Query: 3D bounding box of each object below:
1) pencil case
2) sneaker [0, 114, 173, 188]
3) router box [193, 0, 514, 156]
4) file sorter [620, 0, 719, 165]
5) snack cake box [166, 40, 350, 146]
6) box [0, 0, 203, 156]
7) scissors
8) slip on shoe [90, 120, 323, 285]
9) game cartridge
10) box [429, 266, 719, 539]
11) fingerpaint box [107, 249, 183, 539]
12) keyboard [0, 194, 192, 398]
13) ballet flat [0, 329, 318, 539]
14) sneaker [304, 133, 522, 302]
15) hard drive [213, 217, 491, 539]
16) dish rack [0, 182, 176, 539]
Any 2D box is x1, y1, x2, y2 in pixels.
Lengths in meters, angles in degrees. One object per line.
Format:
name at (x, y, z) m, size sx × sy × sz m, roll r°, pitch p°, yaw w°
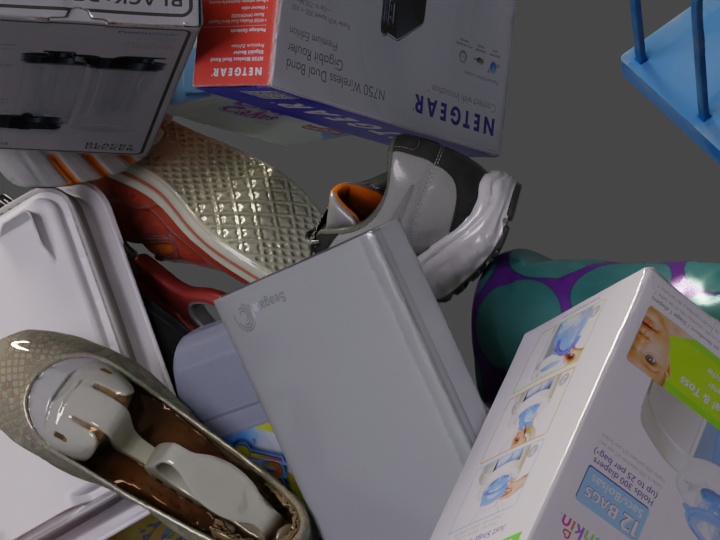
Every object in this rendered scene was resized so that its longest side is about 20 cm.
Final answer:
pencil case at (0.151, 0.031, 1.321) m, size 0.200 × 0.085 × 0.092 m, roll 1°, pitch 44°, yaw 35°
sneaker at (-0.140, -0.112, 1.513) m, size 0.077 × 0.078 × 0.200 m, roll -6°, pitch 34°, yaw 44°
router box at (0.006, -0.161, 1.374) m, size 0.049 × 0.200 × 0.180 m, roll 2°, pitch 84°, yaw 36°
file sorter at (0.229, -0.103, 1.235) m, size 0.139 × 0.123 × 0.200 m, roll -35°, pitch 58°, yaw -14°
snack cake box at (-0.052, -0.176, 1.475) m, size 0.067 × 0.115 × 0.200 m, roll -8°, pitch 78°, yaw 34°
box at (-0.145, -0.115, 1.336) m, size 0.116 × 0.200 × 0.060 m, roll 2°, pitch 75°, yaw -10°
scissors at (-0.127, 0.000, 1.517) m, size 0.200 × 0.014 × 0.073 m, roll 36°, pitch 146°, yaw 22°
slip on shoe at (-0.090, -0.031, 1.514) m, size 0.200 × 0.074 × 0.061 m, roll 29°, pitch 133°, yaw 28°
game cartridge at (-0.011, 0.109, 1.392) m, size 0.133 × 0.040 × 0.200 m, roll -20°, pitch 101°, yaw 34°
box at (0.104, 0.119, 1.203) m, size 0.101 × 0.112 × 0.200 m, roll -32°, pitch 24°, yaw 54°
fingerpaint box at (-0.185, 0.105, 1.542) m, size 0.200 × 0.073 × 0.167 m, roll -37°, pitch 63°, yaw 23°
keyboard at (-0.165, 0.055, 1.484) m, size 0.200 × 0.021 × 0.127 m, roll 35°, pitch 92°, yaw 32°
ballet flat at (-0.105, 0.084, 1.365) m, size 0.200 × 0.062 × 0.068 m, roll 30°, pitch 76°, yaw 5°
sneaker at (0.000, 0.000, 1.405) m, size 0.200 × 0.079 × 0.074 m, roll -48°, pitch 13°, yaw 38°
hard drive at (0.014, 0.086, 1.304) m, size 0.132 × 0.026 × 0.200 m, roll -23°, pitch 93°, yaw 50°
dish rack at (-0.189, 0.060, 1.460) m, size 0.171 × 0.044 × 0.200 m, roll -30°, pitch 64°, yaw 16°
